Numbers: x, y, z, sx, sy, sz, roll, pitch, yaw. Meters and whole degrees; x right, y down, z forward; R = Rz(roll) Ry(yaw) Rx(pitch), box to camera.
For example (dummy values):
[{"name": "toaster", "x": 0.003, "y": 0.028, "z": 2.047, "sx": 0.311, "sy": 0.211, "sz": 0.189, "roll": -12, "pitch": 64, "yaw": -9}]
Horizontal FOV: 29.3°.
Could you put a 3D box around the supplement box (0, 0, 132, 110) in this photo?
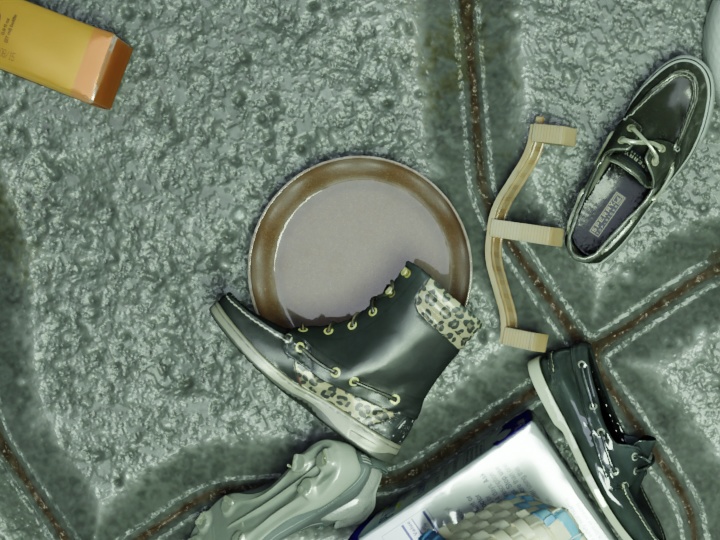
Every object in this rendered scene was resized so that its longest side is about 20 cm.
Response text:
[{"name": "supplement box", "x": -0.310, "y": -0.209, "z": 1.228, "sx": 0.199, "sy": 0.069, "sz": 0.067, "roll": 22, "pitch": 92, "yaw": 3}]

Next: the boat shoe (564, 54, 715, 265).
[{"name": "boat shoe", "x": 0.239, "y": -0.092, "z": 1.172, "sx": 0.070, "sy": 0.064, "sz": 0.201, "roll": 30, "pitch": 98, "yaw": 13}]

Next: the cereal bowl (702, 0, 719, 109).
[{"name": "cereal bowl", "x": 0.392, "y": -0.192, "z": 1.159, "sx": 0.198, "sy": 0.083, "sz": 0.202, "roll": 0, "pitch": 91, "yaw": 6}]

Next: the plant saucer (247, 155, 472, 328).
[{"name": "plant saucer", "x": 0.000, "y": 0.000, "z": 1.222, "sx": 0.198, "sy": 0.032, "sz": 0.202, "roll": 0, "pitch": 90, "yaw": 5}]

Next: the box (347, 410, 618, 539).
[{"name": "box", "x": 0.116, "y": 0.252, "z": 1.181, "sx": 0.199, "sy": 0.105, "sz": 0.185, "roll": -34, "pitch": 89, "yaw": 4}]

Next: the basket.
[{"name": "basket", "x": 0.089, "y": 0.265, "z": 1.044, "sx": 0.199, "sy": 0.176, "sz": 0.140, "roll": -30, "pitch": 93, "yaw": -6}]

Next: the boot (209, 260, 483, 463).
[{"name": "boot", "x": -0.011, "y": 0.047, "z": 1.177, "sx": 0.203, "sy": 0.073, "sz": 0.154, "roll": 38, "pitch": 91, "yaw": 2}]

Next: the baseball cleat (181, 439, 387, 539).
[{"name": "baseball cleat", "x": -0.060, "y": 0.219, "z": 1.213, "sx": 0.199, "sy": 0.106, "sz": 0.070, "roll": -33, "pitch": 49, "yaw": 30}]

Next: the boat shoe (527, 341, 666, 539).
[{"name": "boat shoe", "x": 0.220, "y": 0.151, "z": 1.185, "sx": 0.066, "sy": 0.074, "sz": 0.200, "roll": -31, "pitch": 79, "yaw": 17}]

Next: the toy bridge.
[{"name": "toy bridge", "x": 0.143, "y": -0.034, "z": 1.197, "sx": 0.067, "sy": 0.027, "sz": 0.202, "roll": 10, "pitch": 93, "yaw": 39}]
